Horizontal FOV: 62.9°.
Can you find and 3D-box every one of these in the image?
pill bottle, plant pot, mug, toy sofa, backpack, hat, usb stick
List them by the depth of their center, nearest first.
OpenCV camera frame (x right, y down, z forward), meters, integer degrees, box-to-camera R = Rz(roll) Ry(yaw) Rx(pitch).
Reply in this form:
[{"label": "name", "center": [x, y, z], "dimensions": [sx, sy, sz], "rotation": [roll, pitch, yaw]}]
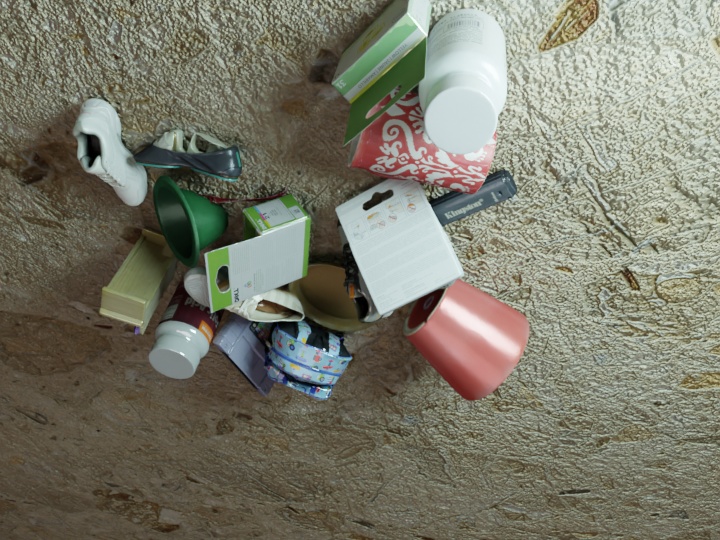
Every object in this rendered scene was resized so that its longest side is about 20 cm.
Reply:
[{"label": "pill bottle", "center": [0.133, -0.244, 0.764], "dimensions": [0.111, 0.202, 0.116], "rotation": [6, 135, 6]}, {"label": "mug", "center": [0.090, -0.198, 0.898], "dimensions": [0.195, 0.178, 0.136], "rotation": [14, 99, -8]}, {"label": "usb stick", "center": [0.167, -0.112, 1.001], "dimensions": [0.197, 0.033, 0.056], "rotation": [-22, 125, 29]}, {"label": "hat", "center": [-0.267, -0.109, 1.107], "dimensions": [0.199, 0.174, 0.168], "rotation": [40, 138, 32]}, {"label": "plant pot", "center": [0.189, 0.113, 1.115], "dimensions": [0.176, 0.202, 0.200], "rotation": [37, 131, -10]}, {"label": "toy sofa", "center": [-0.423, 0.019, 1.139], "dimensions": [0.081, 0.202, 0.099], "rotation": [19, 130, -8]}, {"label": "plant pot", "center": [-0.050, 0.051, 1.196], "dimensions": [0.195, 0.028, 0.202], "rotation": [11, 139, 10]}, {"label": "pill bottle", "center": [-0.352, 0.111, 1.209], "dimensions": [0.111, 0.203, 0.116], "rotation": [6, 135, 6]}, {"label": "backpack", "center": [-0.110, 0.180, 1.211], "dimensions": [0.179, 0.137, 0.200], "rotation": [23, 179, -11]}]

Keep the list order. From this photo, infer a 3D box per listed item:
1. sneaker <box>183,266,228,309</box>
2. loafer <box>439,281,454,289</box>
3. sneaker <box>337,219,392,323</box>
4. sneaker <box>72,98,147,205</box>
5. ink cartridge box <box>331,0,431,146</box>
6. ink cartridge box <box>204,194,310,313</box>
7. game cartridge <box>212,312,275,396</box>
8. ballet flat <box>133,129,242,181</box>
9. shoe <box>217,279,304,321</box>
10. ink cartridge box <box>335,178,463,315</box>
[{"label": "sneaker", "center": [-0.274, 0.024, 1.158], "dimensions": [0.073, 0.083, 0.199], "rotation": [-36, 147, 14]}, {"label": "loafer", "center": [0.099, -0.001, 1.096], "dimensions": [0.197, 0.070, 0.077], "rotation": [0, 118, 36]}, {"label": "sneaker", "center": [0.000, 0.000, 1.071], "dimensions": [0.073, 0.078, 0.204], "rotation": [-8, 104, 54]}, {"label": "sneaker", "center": [-0.442, -0.184, 1.018], "dimensions": [0.076, 0.101, 0.203], "rotation": [-3, 133, 15]}, {"label": "ink cartridge box", "center": [0.024, -0.270, 0.763], "dimensions": [0.048, 0.202, 0.144], "rotation": [38, 129, -25]}, {"label": "ink cartridge box", "center": [-0.192, -0.032, 1.047], "dimensions": [0.197, 0.076, 0.150], "rotation": [-22, 142, -27]}, {"label": "game cartridge", "center": [-0.227, 0.165, 1.281], "dimensions": [0.038, 0.131, 0.201], "rotation": [11, 145, 38]}, {"label": "ballet flat", "center": [-0.292, -0.202, 1.000], "dimensions": [0.195, 0.074, 0.074], "rotation": [11, 135, 10]}, {"label": "shoe", "center": [-0.191, 0.062, 1.139], "dimensions": [0.197, 0.054, 0.071], "rotation": [14, 118, -41]}, {"label": "ink cartridge box", "center": [0.065, -0.049, 1.010], "dimensions": [0.158, 0.047, 0.204], "rotation": [-26, 84, 15]}]
